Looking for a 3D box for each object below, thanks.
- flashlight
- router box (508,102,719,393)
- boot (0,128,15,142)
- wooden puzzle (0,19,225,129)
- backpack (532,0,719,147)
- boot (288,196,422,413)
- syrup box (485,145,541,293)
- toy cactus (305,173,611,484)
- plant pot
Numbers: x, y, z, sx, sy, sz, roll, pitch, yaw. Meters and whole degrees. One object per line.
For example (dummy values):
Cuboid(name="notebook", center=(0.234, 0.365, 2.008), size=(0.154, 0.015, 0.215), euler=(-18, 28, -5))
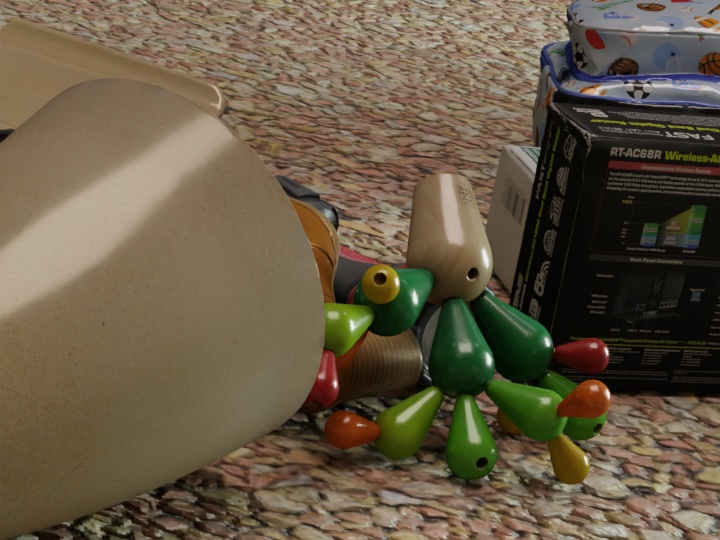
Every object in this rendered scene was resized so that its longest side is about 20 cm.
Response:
Cuboid(name="flashlight", center=(0.000, 0.000, 1.414), size=(0.068, 0.068, 0.200), euler=(30, 4, -39))
Cuboid(name="router box", center=(0.189, -0.010, 1.417), size=(0.199, 0.151, 0.062), euler=(3, 21, -23))
Cuboid(name="boot", center=(-0.246, -0.028, 1.349), size=(0.164, 0.066, 0.200), euler=(6, 16, 10))
Cuboid(name="wooden puzzle", center=(-0.211, -0.105, 1.635), size=(0.184, 0.037, 0.200), euler=(19, 26, 20))
Cuboid(name="backpack", center=(0.203, -0.118, 1.737), size=(0.199, 0.155, 0.191), euler=(6, 10, -6))
Cuboid(name="boot", center=(-0.072, 0.011, 1.329), size=(0.143, 0.071, 0.201), euler=(0, 28, -37))
Cuboid(name="syrup box", center=(0.185, -0.022, 1.548), size=(0.199, 0.082, 0.079), euler=(3, 22, -17))
Cuboid(name="toy cactus", center=(0.051, 0.024, 1.270), size=(0.199, 0.102, 0.166), euler=(11, 58, -28))
Cuboid(name="plant pot", center=(-0.149, 0.037, 1.103), size=(0.187, 0.188, 0.200), euler=(22, 36, 28))
